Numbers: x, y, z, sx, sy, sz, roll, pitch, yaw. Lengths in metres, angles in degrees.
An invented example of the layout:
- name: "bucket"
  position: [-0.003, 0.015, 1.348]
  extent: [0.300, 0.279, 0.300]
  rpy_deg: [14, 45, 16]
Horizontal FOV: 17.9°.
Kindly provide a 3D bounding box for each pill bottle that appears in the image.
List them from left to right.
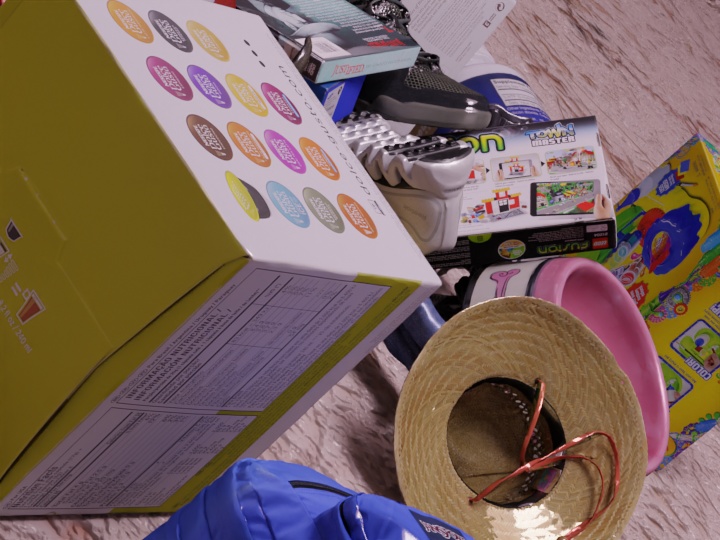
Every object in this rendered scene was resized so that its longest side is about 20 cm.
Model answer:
- name: "pill bottle"
  position: [0.107, -0.106, 1.956]
  extent: [0.120, 0.120, 0.200]
  rpy_deg: [24, 30, -48]

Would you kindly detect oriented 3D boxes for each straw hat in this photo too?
- name: "straw hat"
  position: [0.088, 0.116, 1.540]
  extent: [0.201, 0.201, 0.085]
  rpy_deg: [39, -18, -22]

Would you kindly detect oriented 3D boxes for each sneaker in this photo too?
- name: "sneaker"
  position: [0.006, -0.066, 1.648]
  extent: [0.075, 0.081, 0.200]
  rpy_deg: [-14, 22, -29]
- name: "sneaker"
  position: [0.021, -0.172, 1.735]
  extent: [0.199, 0.114, 0.076]
  rpy_deg: [25, 13, 36]

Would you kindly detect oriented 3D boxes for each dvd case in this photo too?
- name: "dvd case"
  position: [-0.071, -0.196, 1.659]
  extent: [0.200, 0.022, 0.146]
  rpy_deg: [31, 23, 21]

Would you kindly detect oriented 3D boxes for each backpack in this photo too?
- name: "backpack"
  position: [-0.011, 0.185, 1.110]
  extent: [0.162, 0.168, 0.200]
  rpy_deg: [34, 19, -48]

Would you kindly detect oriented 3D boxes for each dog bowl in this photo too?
- name: "dog bowl"
  position: [0.156, 0.079, 1.678]
  extent: [0.200, 0.074, 0.200]
  rpy_deg: [36, 44, -43]

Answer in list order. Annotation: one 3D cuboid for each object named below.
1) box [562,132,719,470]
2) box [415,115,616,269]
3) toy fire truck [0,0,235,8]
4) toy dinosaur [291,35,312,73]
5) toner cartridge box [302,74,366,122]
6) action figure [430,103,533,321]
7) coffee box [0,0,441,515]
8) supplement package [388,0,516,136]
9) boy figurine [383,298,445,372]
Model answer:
- name: "box"
  position: [0.270, 0.025, 1.937]
  extent: [0.122, 0.193, 0.200]
  rpy_deg: [39, 21, -22]
- name: "box"
  position: [0.084, -0.055, 1.703]
  extent: [0.035, 0.200, 0.110]
  rpy_deg: [81, 3, -48]
- name: "toy fire truck"
  position: [-0.174, -0.147, 1.501]
  extent: [0.200, 0.112, 0.168]
  rpy_deg: [34, 45, -39]
- name: "toy dinosaur"
  position: [-0.095, -0.083, 1.486]
  extent: [0.102, 0.077, 0.200]
  rpy_deg: [79, 30, -42]
- name: "toner cartridge box"
  position: [-0.100, -0.166, 1.647]
  extent: [0.200, 0.043, 0.095]
  rpy_deg: [28, 22, 10]
- name: "action figure"
  position: [0.082, -0.023, 1.782]
  extent: [0.119, 0.102, 0.200]
  rpy_deg: [65, 34, -63]
- name: "coffee box"
  position: [-0.120, -0.011, 1.195]
  extent: [0.200, 0.200, 0.198]
  rpy_deg: [55, 22, 22]
- name: "supplement package"
  position: [-0.011, -0.243, 1.893]
  extent: [0.200, 0.152, 0.151]
  rpy_deg: [33, 13, -34]
- name: "boy figurine"
  position: [0.000, 0.000, 1.588]
  extent: [0.200, 0.064, 0.124]
  rpy_deg: [49, -21, 17]
